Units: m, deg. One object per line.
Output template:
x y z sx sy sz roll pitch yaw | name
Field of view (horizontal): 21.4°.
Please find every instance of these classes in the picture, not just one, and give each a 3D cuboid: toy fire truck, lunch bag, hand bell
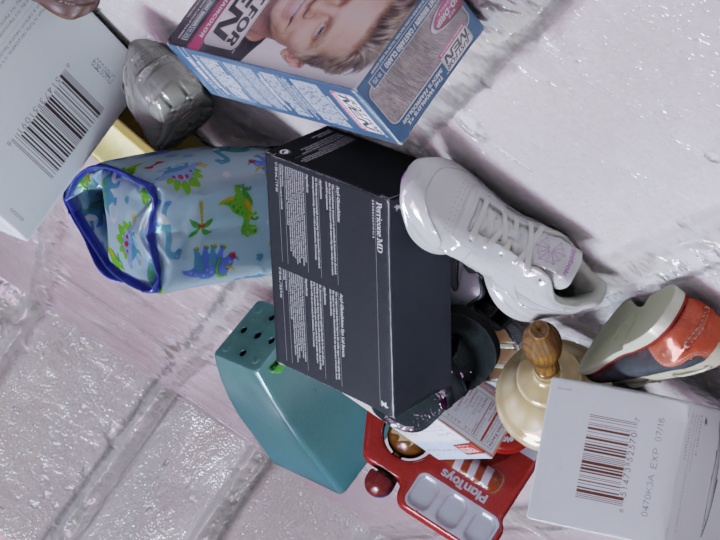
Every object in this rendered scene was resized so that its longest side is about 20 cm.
0.090 0.190 2.036 0.200 0.168 0.112 31 166 10 | toy fire truck
-0.155 -0.055 1.710 0.170 0.128 0.200 -9 -160 -29 | lunch bag
0.154 0.080 1.579 0.104 0.104 0.200 29 169 18 | hand bell

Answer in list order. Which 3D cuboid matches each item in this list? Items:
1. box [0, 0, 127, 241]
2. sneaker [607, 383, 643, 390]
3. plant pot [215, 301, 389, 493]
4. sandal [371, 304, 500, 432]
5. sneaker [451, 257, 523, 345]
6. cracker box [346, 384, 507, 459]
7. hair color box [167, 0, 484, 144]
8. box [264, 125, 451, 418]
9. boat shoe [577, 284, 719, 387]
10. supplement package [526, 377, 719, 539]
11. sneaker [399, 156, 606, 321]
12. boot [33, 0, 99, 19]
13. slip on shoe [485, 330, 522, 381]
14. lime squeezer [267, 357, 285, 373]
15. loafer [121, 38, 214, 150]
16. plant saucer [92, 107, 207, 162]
-0.333 -0.170 1.690 0.131 0.199 0.200 20 161 45 | box
0.210 0.146 1.774 0.121 0.084 0.200 17 152 36 | sneaker
-0.073 0.139 2.294 0.141 0.141 0.200 17 152 49 | plant pot
0.064 0.098 1.656 0.075 0.048 0.200 28 143 -3 | sandal
0.083 0.025 1.664 0.140 0.078 0.200 33 167 8 | sneaker
0.035 0.104 1.800 0.200 0.058 0.134 36 163 -13 | cracker box
-0.027 -0.154 1.241 0.200 0.100 0.061 19 159 46 | hair color box
0.000 0.000 1.560 0.141 0.079 0.200 25 128 40 | box
0.227 0.059 1.478 0.063 0.071 0.200 32 163 -6 | boat shoe
0.226 0.157 1.543 0.117 0.117 0.200 9 177 23 | supplement package
0.113 -0.028 1.458 0.100 0.075 0.200 -1 151 48 | sneaker
-0.270 -0.264 1.502 0.186 0.064 0.200 24 173 -18 | boot
0.092 0.061 1.824 0.061 0.076 0.200 -11 -168 -43 | slip on shoe
-0.021 0.001 1.687 0.071 0.200 0.038 13 -162 -26 | lime squeezer
-0.172 -0.156 1.671 0.070 0.070 0.200 52 170 6 | loafer
-0.220 -0.130 1.896 0.200 0.048 0.200 42 164 -29 | plant saucer
